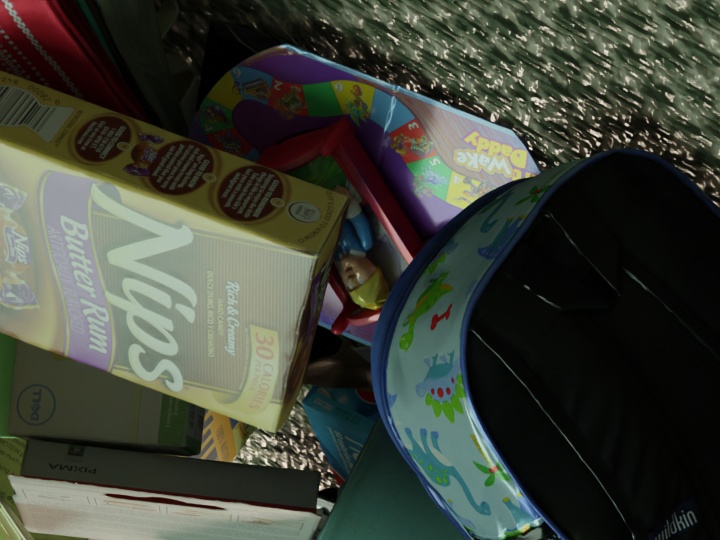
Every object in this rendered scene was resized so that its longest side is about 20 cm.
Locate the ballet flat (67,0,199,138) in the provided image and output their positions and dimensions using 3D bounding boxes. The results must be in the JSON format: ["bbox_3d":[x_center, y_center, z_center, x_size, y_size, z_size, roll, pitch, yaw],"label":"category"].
[{"bbox_3d":[-0.111,-0.101,1.308,0.067,0.064,0.200,29,150,33],"label":"ballet flat"}]

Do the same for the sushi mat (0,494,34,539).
[{"bbox_3d":[-0.227,0.077,1.371,0.200,0.012,0.096,56,169,-7],"label":"sushi mat"}]

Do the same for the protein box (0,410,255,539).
[{"bbox_3d":[-0.196,0.090,1.656,0.198,0.200,0.135,29,158,18],"label":"protein box"}]

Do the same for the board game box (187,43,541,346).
[{"bbox_3d":[-0.002,-0.017,1.248,0.199,0.039,0.158,22,130,10],"label":"board game box"}]

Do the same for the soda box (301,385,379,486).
[{"bbox_3d":[0.029,0.120,1.564,0.068,0.064,0.200,24,155,27],"label":"soda box"}]

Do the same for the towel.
[{"bbox_3d":[-0.198,-0.063,1.283,0.199,0.023,0.145,-19,121,24],"label":"towel"}]

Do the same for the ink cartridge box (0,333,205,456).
[{"bbox_3d":[-0.179,0.022,1.425,0.199,0.146,0.048,4,171,11],"label":"ink cartridge box"}]

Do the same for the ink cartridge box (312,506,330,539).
[{"bbox_3d":[0.009,0.222,1.510,0.200,0.043,0.198,37,-166,15],"label":"ink cartridge box"}]

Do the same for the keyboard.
[{"bbox_3d":[-0.031,-0.059,1.349,0.127,0.021,0.200,35,160,6],"label":"keyboard"}]

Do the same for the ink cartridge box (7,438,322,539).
[{"bbox_3d":[-0.101,0.113,1.357,0.160,0.050,0.200,7,165,-3],"label":"ink cartridge box"}]

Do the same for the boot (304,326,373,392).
[{"bbox_3d":[-0.059,0.034,1.477,0.199,0.074,0.075,1,176,45],"label":"boot"}]

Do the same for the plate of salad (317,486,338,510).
[{"bbox_3d":[0.002,0.185,1.765,0.199,0.048,0.200,23,162,8],"label":"plate of salad"}]

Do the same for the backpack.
[{"bbox_3d":[0.103,0.057,1.158,0.200,0.183,0.147,49,155,-18],"label":"backpack"}]

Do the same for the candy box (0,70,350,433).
[{"bbox_3d":[-0.114,-0.011,1.240,0.199,0.057,0.117,19,128,6],"label":"candy box"}]

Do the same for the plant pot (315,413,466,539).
[{"bbox_3d":[0.068,0.167,1.379,0.187,0.201,0.200,26,158,3],"label":"plant pot"}]

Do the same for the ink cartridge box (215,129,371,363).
[{"bbox_3d":[0.000,0.000,1.342,0.200,0.042,0.119,36,159,-5],"label":"ink cartridge box"}]
